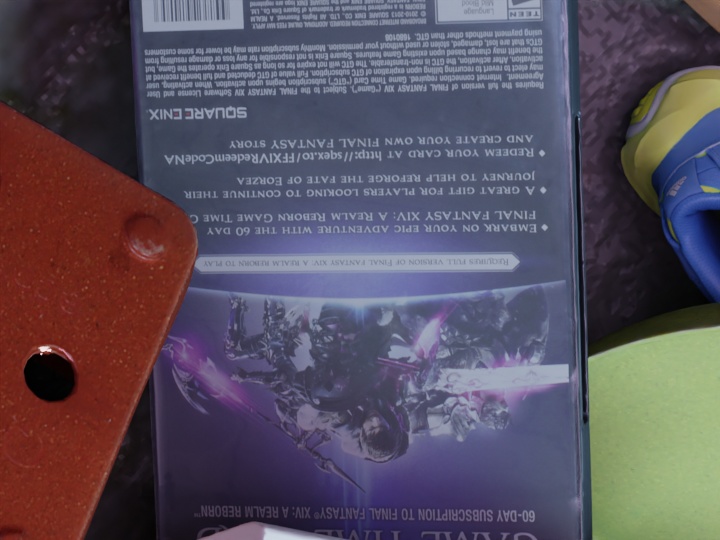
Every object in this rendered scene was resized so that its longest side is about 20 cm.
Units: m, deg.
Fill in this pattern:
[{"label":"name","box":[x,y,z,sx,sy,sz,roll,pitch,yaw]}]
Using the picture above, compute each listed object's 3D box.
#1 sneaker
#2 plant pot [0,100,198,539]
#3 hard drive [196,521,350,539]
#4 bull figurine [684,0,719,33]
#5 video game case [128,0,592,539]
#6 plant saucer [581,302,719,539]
[{"label":"sneaker","box":[0.173,0.013,0.967,0.199,0.105,0.076,29,116,-8]},{"label":"plant pot","box":[-0.156,0.038,0.821,0.199,0.176,0.201,31,56,-15]},{"label":"hard drive","box":[0.026,0.117,0.906,0.199,0.132,0.026,14,70,-27]},{"label":"bull figurine","box":[0.121,-0.133,0.932,0.200,0.065,0.122,33,89,-49]},{"label":"video game case","box":[0.000,0.000,0.899,0.142,0.019,0.202,0,99,16]},{"label":"plant saucer","box":[0.138,0.069,0.954,0.199,0.200,0.031,21,50,-15]}]
